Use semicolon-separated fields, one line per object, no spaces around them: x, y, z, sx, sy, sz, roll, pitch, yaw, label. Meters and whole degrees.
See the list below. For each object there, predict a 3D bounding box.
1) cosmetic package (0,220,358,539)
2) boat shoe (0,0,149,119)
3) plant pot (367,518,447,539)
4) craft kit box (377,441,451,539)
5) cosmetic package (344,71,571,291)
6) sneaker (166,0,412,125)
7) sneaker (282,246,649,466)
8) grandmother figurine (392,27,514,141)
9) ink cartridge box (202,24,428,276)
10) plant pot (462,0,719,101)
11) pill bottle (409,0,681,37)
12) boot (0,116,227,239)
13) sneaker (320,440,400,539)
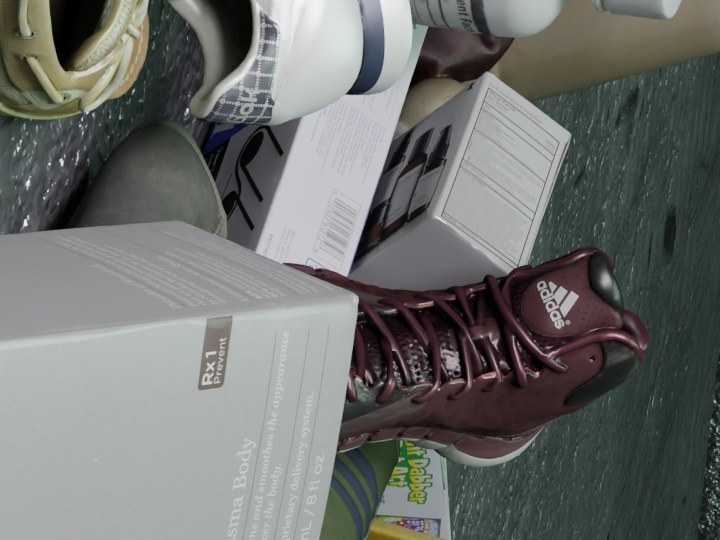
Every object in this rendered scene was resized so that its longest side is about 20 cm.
-0.101;0.050;0.739;0.200;0.090;0.107;-10;115;-49;cosmetic package
-0.097;-0.092;0.856;0.201;0.063;0.073;56;46;-71;boat shoe
-0.041;0.227;1.089;0.196;0.194;0.201;-56;159;-59;plant pot
0.015;0.015;1.317;0.198;0.048;0.201;86;1;-55;craft kit box
0.000;0.000;1.118;0.200;0.051;0.083;-35;-156;47;cosmetic package
-0.046;-0.150;0.938;0.076;0.080;0.201;-24;-97;62;sneaker
0.031;0.018;0.972;0.200;0.115;0.076;6;63;-49;sneaker
0.027;-0.130;1.225;0.061;0.121;0.201;123;-38;-79;grandmother figurine
-0.030;-0.042;1.105;0.094;0.044;0.200;-29;-144;52;ink cartridge box
0.116;-0.175;1.355;0.200;0.173;0.201;-1;90;-84;plant pot
0.027;-0.149;1.030;0.111;0.199;0.111;9;90;-77;pill bottle
-0.096;0.010;0.924;0.200;0.072;0.182;-54;166;-46;boot
-0.030;0.099;1.050;0.200;0.067;0.090;12;68;-72;sneaker
